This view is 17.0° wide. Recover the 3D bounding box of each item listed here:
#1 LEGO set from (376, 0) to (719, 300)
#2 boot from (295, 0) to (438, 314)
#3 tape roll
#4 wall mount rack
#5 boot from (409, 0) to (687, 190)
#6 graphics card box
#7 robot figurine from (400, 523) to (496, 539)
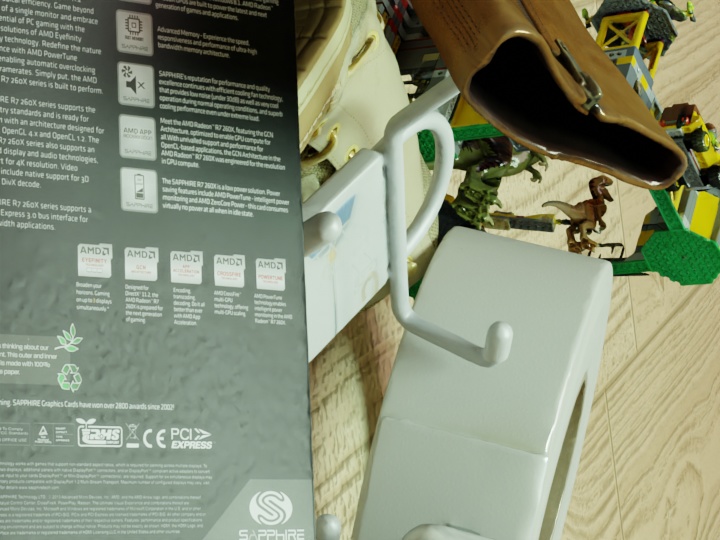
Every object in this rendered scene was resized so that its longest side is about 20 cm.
[{"bbox_3d":[0.083,-0.072,1.086,0.154,0.200,0.116,50,45,-33],"label":"LEGO set"},{"bbox_3d":[-0.021,-0.041,0.934,0.200,0.073,0.156,-74,155,-55],"label":"boot"},{"bbox_3d":[0.050,0.085,1.017,0.202,0.071,0.203,14,90,-81],"label":"tape roll"},{"bbox_3d":[0.000,0.000,0.837,0.200,0.074,0.174,-46,149,-35],"label":"wall mount rack"},{"bbox_3d":[0.045,-0.104,0.748,0.200,0.068,0.188,53,14,32],"label":"boot"},{"bbox_3d":[-0.077,-0.016,0.687,0.125,0.051,0.201,3,79,-39],"label":"graphics card box"},{"bbox_3d":[-0.004,0.163,0.851,0.170,0.113,0.200,-53,156,-1],"label":"robot figurine"}]
